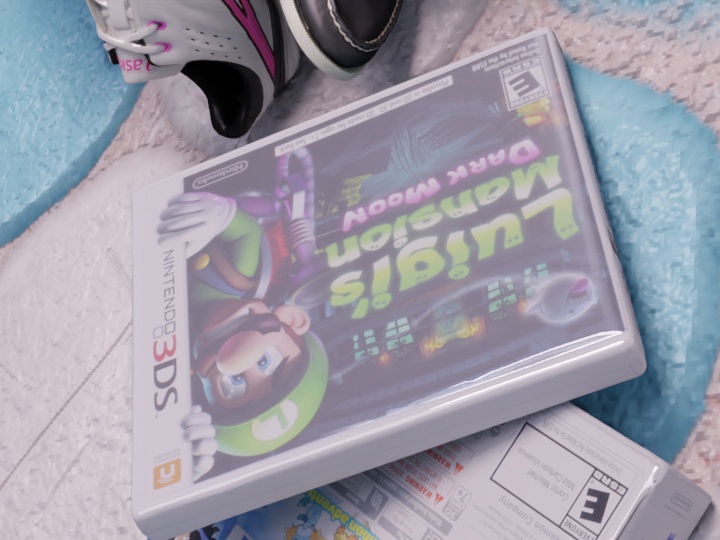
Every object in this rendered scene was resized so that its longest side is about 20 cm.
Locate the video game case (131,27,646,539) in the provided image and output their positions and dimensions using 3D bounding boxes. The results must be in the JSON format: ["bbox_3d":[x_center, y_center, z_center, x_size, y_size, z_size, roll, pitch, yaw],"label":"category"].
[{"bbox_3d":[0.000,0.000,0.708,0.199,0.023,0.182,-20,44,13],"label":"video game case"}]

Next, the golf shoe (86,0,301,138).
[{"bbox_3d":[-0.087,-0.130,0.780,0.072,0.200,0.093,8,73,38],"label":"golf shoe"}]

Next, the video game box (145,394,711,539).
[{"bbox_3d":[0.008,0.113,0.686,0.200,0.047,0.183,32,88,44],"label":"video game box"}]

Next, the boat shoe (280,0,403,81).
[{"bbox_3d":[0.010,-0.177,0.810,0.066,0.074,0.200,-20,44,34],"label":"boat shoe"}]
